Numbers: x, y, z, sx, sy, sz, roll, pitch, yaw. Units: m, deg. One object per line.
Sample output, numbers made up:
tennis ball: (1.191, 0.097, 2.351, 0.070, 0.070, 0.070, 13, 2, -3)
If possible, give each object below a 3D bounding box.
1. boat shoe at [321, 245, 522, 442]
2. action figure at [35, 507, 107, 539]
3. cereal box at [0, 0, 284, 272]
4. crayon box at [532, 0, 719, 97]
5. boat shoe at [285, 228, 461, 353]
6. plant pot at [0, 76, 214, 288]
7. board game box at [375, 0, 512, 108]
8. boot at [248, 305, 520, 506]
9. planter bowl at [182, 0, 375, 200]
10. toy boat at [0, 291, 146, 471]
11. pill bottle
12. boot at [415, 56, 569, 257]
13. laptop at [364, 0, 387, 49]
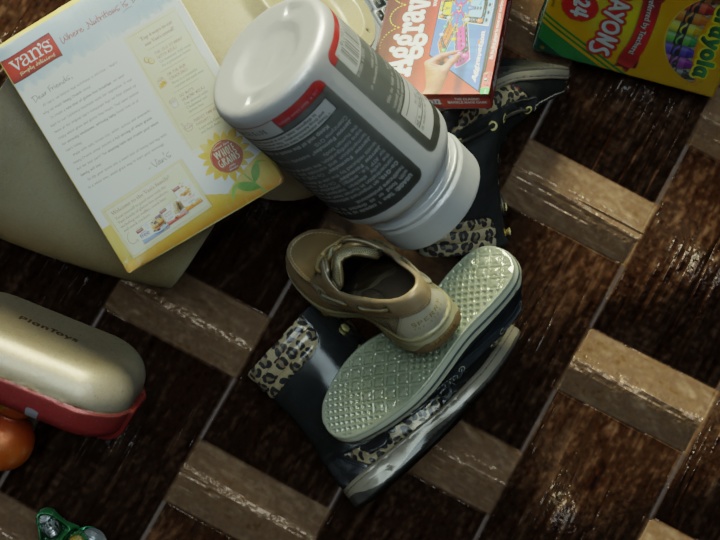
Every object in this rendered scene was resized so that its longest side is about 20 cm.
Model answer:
boat shoe: (0.054, 0.065, 1.457, 0.200, 0.062, 0.075, -44, 58, -4)
action figure: (-0.207, 0.277, 1.485, 0.118, 0.055, 0.200, -33, 76, -7)
cereal box: (-0.168, -0.119, 1.413, 0.144, 0.040, 0.201, -29, 102, 0)
crayon box: (0.260, -0.225, 1.592, 0.199, 0.127, 0.051, 14, 49, 1)
boat shoe: (0.000, 0.000, 1.452, 0.071, 0.065, 0.200, -50, 39, -14)
plant pot: (-0.216, -0.076, 1.519, 0.200, 0.187, 0.188, 33, 76, -8)
board game box: (0.071, -0.210, 1.517, 0.102, 0.019, 0.201, 0, 51, 16)
boot: (0.020, 0.078, 1.530, 0.151, 0.073, 0.200, 44, 81, 9)
planter bowl: (-0.071, -0.176, 1.509, 0.200, 0.135, 0.201, 24, 38, -20)
toy boat: (-0.281, 0.102, 1.501, 0.199, 0.131, 0.131, 22, 105, 2)
pill bottle: (-0.006, -0.106, 1.406, 0.200, 0.114, 0.114, 39, 73, -35)
boot: (0.108, -0.101, 1.574, 0.073, 0.200, 0.151, 10, 108, 35)
laptop: (0.035, -0.304, 1.605, 0.199, 0.116, 0.188, -28, 79, -17)
